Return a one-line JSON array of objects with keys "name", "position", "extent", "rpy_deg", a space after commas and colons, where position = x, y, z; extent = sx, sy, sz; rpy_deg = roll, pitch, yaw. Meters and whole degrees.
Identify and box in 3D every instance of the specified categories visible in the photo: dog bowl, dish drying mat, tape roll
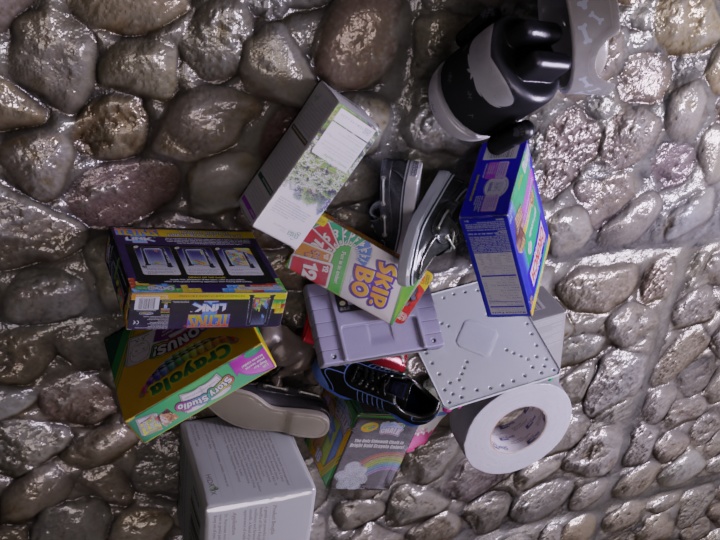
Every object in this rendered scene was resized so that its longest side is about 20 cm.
[{"name": "dog bowl", "position": [0.278, -0.322, 1.152], "extent": [0.058, 0.201, 0.202], "rpy_deg": [-11, 127, 1]}, {"name": "dish drying mat", "position": [-0.001, 0.098, 1.379], "extent": [0.199, 0.018, 0.078], "rpy_deg": [22, 75, -35]}, {"name": "tape roll", "position": [0.252, 0.247, 1.494], "extent": [0.198, 0.066, 0.202], "rpy_deg": [-11, 127, -15]}]

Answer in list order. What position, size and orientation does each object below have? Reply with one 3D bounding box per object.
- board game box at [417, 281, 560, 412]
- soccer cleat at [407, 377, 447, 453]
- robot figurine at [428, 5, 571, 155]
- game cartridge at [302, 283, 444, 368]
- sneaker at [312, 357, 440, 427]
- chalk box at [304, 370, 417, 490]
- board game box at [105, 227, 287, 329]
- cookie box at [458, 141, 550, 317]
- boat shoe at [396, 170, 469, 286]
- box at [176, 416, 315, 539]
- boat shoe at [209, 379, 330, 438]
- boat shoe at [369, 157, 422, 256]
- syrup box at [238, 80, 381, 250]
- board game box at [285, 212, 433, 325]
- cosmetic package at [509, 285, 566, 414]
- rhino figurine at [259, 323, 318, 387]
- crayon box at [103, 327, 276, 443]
[{"name": "board game box", "position": [0.180, 0.112, 1.390], "extent": [0.198, 0.201, 0.026], "rpy_deg": [-14, 144, -16]}, {"name": "soccer cleat", "position": [0.115, 0.225, 1.508], "extent": [0.199, 0.070, 0.087], "rpy_deg": [-35, 118, -20]}, {"name": "robot figurine", "position": [0.177, -0.248, 1.154], "extent": [0.124, 0.151, 0.199], "rpy_deg": [35, 146, -21]}, {"name": "game cartridge", "position": [0.020, 0.067, 1.330], "extent": [0.198, 0.131, 0.038], "rpy_deg": [-7, 166, -22]}, {"name": "sneaker", "position": [0.027, 0.170, 1.322], "extent": [0.198, 0.071, 0.078], "rpy_deg": [25, 155, -9]}, {"name": "chalk box", "position": [0.009, 0.238, 1.435], "extent": [0.123, 0.124, 0.202], "rpy_deg": [9, 116, -29]}, {"name": "board game box", "position": [-0.215, 0.008, 1.143], "extent": [0.198, 0.166, 0.057], "rpy_deg": [1, 119, -26]}, {"name": "cookie box", "position": [0.217, -0.060, 1.307], "extent": [0.074, 0.172, 0.201], "rpy_deg": [0, 135, 24]}, {"name": "boat shoe", "position": [0.110, -0.059, 1.249], "extent": [0.072, 0.070, 0.201], "rpy_deg": [85, 26, -59]}, {"name": "box", "position": [-0.182, 0.356, 1.370], "extent": [0.170, 0.200, 0.201], "rpy_deg": [-4, 122, -21]}, {"name": "boat shoe", "position": [-0.142, 0.204, 1.371], "extent": [0.198, 0.063, 0.073], "rpy_deg": [15, 126, -7]}, {"name": "boat shoe", "position": [0.045, -0.077, 1.282], "extent": [0.067, 0.072, 0.201], "rpy_deg": [11, 137, 6]}, {"name": "syrup box", "position": [-0.070, -0.136, 1.172], "extent": [0.078, 0.082, 0.201], "rpy_deg": [27, 107, -34]}, {"name": "board game box", "position": [0.000, 0.000, 1.280], "extent": [0.199, 0.030, 0.096], "rpy_deg": [28, 110, -12]}, {"name": "cosmetic package", "position": [0.283, 0.139, 1.527], "extent": [0.106, 0.090, 0.202], "rpy_deg": [-13, 129, -16]}, {"name": "rhino figurine", "position": [-0.105, 0.131, 1.348], "extent": [0.199, 0.060, 0.088], "rpy_deg": [29, 109, -38]}, {"name": "crayon box", "position": [-0.234, 0.111, 1.198], "extent": [0.199, 0.173, 0.059], "rpy_deg": [-30, 130, -5]}]
